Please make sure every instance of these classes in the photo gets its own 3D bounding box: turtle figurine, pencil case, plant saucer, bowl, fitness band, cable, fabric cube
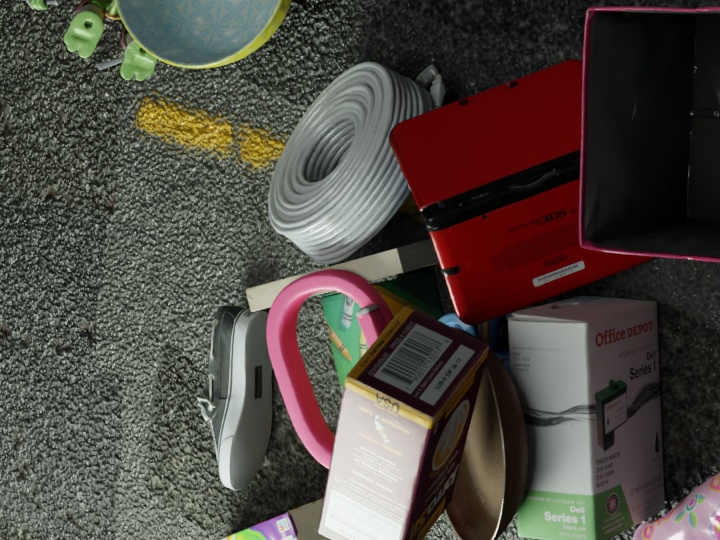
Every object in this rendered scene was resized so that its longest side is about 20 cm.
[{"bbox_3d":[-0.287,-0.263,1.782,0.200,0.194,0.144,-26,122,7],"label":"turtle figurine"},{"bbox_3d":[0.324,0.214,1.409,0.087,0.087,0.200,57,136,17],"label":"pencil case"},{"bbox_3d":[0.107,0.149,1.459,0.200,0.037,0.201,174,90,-74],"label":"plant saucer"},{"bbox_3d":[-0.146,-0.301,1.687,0.200,0.108,0.200,-1,87,19],"label":"bowl"},{"bbox_3d":[-0.018,0.098,1.546,0.144,0.037,0.200,-19,90,37],"label":"fitness band"},{"bbox_3d":[-0.011,-0.107,1.590,0.200,0.069,0.200,-31,38,40],"label":"cable"},{"bbox_3d":[0.311,-0.114,1.315,0.200,0.199,0.196,7,100,37],"label":"fabric cube"}]

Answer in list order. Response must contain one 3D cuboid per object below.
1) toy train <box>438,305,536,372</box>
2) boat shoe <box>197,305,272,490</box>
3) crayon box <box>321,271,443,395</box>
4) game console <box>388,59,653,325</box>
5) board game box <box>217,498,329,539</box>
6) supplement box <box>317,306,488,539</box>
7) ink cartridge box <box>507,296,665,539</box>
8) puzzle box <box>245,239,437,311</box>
[{"bbox_3d":[0.134,0.114,1.561,0.114,0.087,0.200,7,102,30],"label":"toy train"},{"bbox_3d":[-0.143,0.138,1.782,0.068,0.074,0.200,8,101,32],"label":"boat shoe"},{"bbox_3d":[0.038,0.109,1.610,0.058,0.119,0.200,-13,89,38],"label":"crayon box"},{"bbox_3d":[0.150,-0.072,1.490,0.200,0.119,0.172,-20,114,-1],"label":"game console"},{"bbox_3d":[-0.098,0.324,1.757,0.200,0.103,0.105,-28,79,37],"label":"board game box"},{"bbox_3d":[0.035,0.148,1.406,0.086,0.110,0.200,25,133,17],"label":"supplement box"},{"bbox_3d":[0.205,0.130,1.466,0.084,0.146,0.200,1,98,36],"label":"ink cartridge box"},{"bbox_3d":[0.000,0.000,1.614,0.200,0.133,0.025,-15,91,38],"label":"puzzle box"}]
